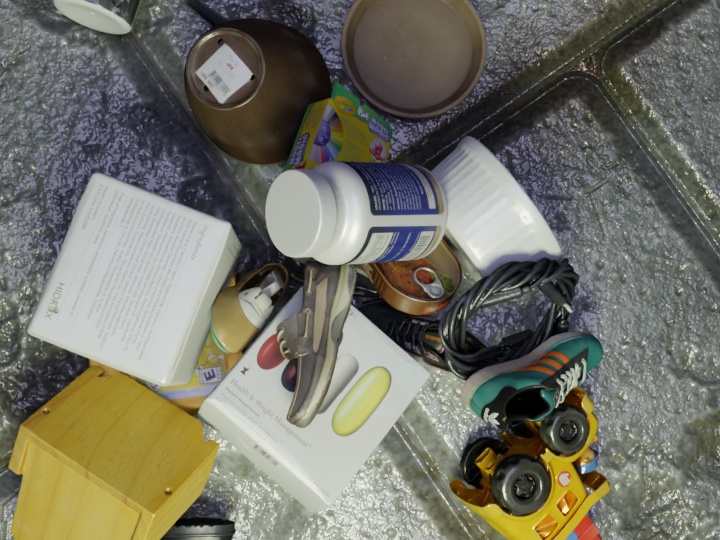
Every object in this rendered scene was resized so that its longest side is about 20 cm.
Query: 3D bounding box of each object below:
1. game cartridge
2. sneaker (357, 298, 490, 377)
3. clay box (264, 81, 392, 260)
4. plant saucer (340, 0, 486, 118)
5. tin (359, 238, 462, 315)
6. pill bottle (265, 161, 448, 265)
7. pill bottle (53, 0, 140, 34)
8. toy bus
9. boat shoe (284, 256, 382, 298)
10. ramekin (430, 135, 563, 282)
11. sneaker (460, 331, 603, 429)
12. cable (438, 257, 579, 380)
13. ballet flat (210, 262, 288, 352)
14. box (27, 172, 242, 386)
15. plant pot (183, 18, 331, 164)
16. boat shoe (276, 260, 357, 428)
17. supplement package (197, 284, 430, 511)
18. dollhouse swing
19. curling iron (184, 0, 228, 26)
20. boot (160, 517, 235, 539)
[{"bbox_3d":[-0.250,0.101,1.275,0.198,0.032,0.178,-7,84,-6],"label":"game cartridge"},{"bbox_3d":[0.084,0.084,1.271,0.199,0.086,0.081,14,82,-2],"label":"sneaker"},{"bbox_3d":[-0.034,-0.116,1.212,0.115,0.047,0.201,34,63,-36],"label":"clay box"},{"bbox_3d":[0.071,-0.302,1.343,0.198,0.029,0.202,0,84,-4],"label":"plant saucer"},{"bbox_3d":[0.049,-0.028,1.264,0.111,0.042,0.200,-20,59,-25],"label":"tin"},{"bbox_3d":[-0.003,-0.065,1.122,0.199,0.115,0.117,-3,82,-45],"label":"pill bottle"},{"bbox_3d":[-0.321,-0.421,1.291,0.105,0.106,0.201,16,83,-2],"label":"pill bottle"},{"bbox_3d":[0.245,0.267,1.249,0.192,0.136,0.200,45,80,-11],"label":"toy bus"},{"bbox_3d":[0.000,0.000,1.291,0.200,0.061,0.072,16,48,-4],"label":"boat shoe"},{"bbox_3d":[0.155,-0.060,1.241,0.097,0.200,0.201,-37,87,0],"label":"ramekin"},{"bbox_3d":[0.223,0.139,1.189,0.199,0.080,0.072,-21,128,-22],"label":"sneaker"},{"bbox_3d":[0.182,0.058,1.186,0.199,0.164,0.051,-6,40,-30],"label":"cable"},{"bbox_3d":[-0.131,0.035,1.207,0.063,0.200,0.069,-31,104,16],"label":"ballet flat"},{"bbox_3d":[-0.256,0.018,1.171,0.170,0.199,0.201,22,83,-1],"label":"box"},{"bbox_3d":[-0.141,-0.230,1.215,0.185,0.200,0.189,0,93,7],"label":"plant pot"},{"bbox_3d":[-0.059,0.079,1.114,0.073,0.075,0.201,14,63,1],"label":"boat shoe"},{"bbox_3d":[-0.059,0.151,1.203,0.191,0.147,0.200,40,70,-1],"label":"supplement package"},{"bbox_3d":[-0.304,0.266,1.205,0.199,0.177,0.182,27,41,16],"label":"dollhouse swing"},{"bbox_3d":[-0.162,-0.300,1.327,0.050,0.026,0.200,-45,88,-4],"label":"curling iron"},{"bbox_3d":[-0.248,0.394,1.223,0.197,0.073,0.164,-5,82,3],"label":"boot"}]
